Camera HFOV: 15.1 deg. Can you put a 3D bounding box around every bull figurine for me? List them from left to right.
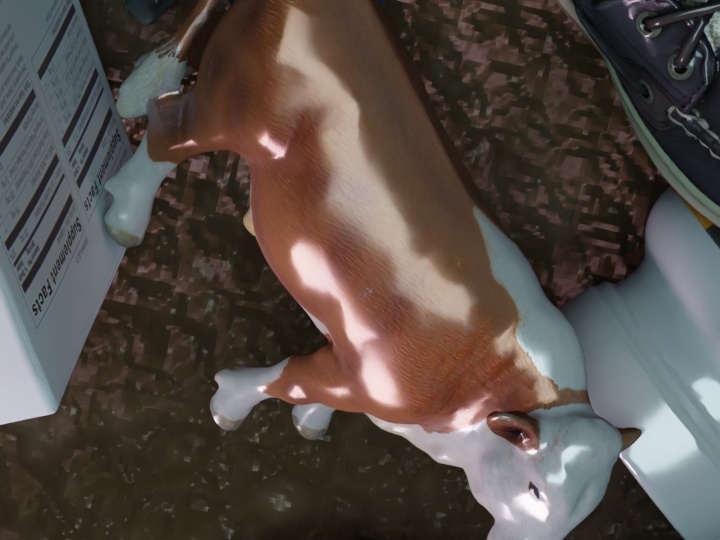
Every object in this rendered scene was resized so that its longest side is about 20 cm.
[{"bbox_3d":[0.000,0.000,0.809,0.121,0.065,0.200,-20,96,36],"label":"bull figurine"}]

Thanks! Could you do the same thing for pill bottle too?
[{"bbox_3d":[0.162,-0.004,0.853,0.200,0.116,0.116,-36,98,5],"label":"pill bottle"}]

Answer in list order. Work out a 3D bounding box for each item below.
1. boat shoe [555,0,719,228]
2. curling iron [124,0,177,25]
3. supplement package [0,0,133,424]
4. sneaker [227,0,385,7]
[{"bbox_3d":[0.099,-0.080,0.811,0.072,0.065,0.200,-34,57,3],"label":"boat shoe"},{"bbox_3d":[-0.003,-0.141,0.848,0.200,0.026,0.050,-36,67,22],"label":"curling iron"},{"bbox_3d":[-0.174,-0.063,0.790,0.152,0.151,0.200,-13,114,13],"label":"supplement package"},{"bbox_3d":[-0.034,-0.153,0.794,0.075,0.088,0.200,2,112,19],"label":"sneaker"}]
